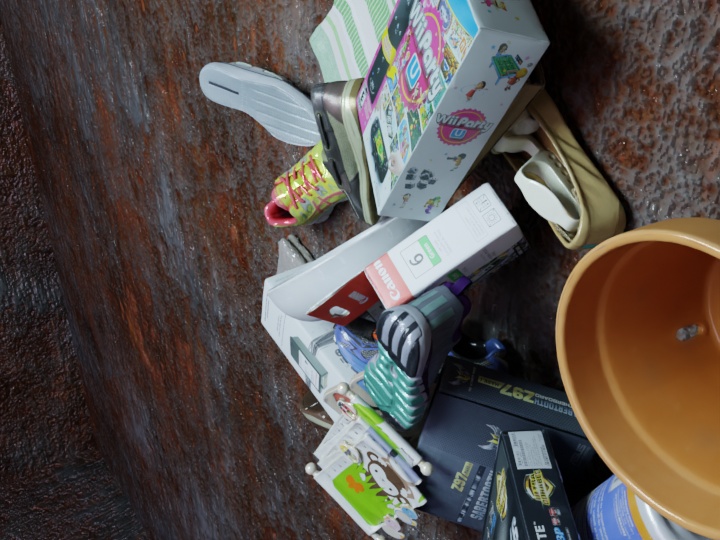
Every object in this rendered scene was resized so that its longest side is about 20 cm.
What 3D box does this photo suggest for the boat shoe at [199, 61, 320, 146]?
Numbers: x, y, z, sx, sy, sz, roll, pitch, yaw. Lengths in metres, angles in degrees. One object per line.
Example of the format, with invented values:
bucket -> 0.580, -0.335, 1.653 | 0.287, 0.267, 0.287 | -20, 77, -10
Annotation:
boat shoe -> -0.114, -0.228, 1.029 | 0.199, 0.067, 0.074 | 31, 132, 18

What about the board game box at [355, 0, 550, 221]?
board game box -> 0.063, -0.162, 0.658 | 0.201, 0.063, 0.149 | 120, 148, -47

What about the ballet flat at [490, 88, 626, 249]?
ballet flat -> 0.146, -0.102, 0.673 | 0.201, 0.063, 0.069 | 57, 148, 22

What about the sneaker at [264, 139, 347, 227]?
sneaker -> -0.064, -0.105, 0.995 | 0.079, 0.090, 0.200 | 62, 148, 15

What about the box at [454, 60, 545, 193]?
box -> 0.089, -0.169, 0.710 | 0.200, 0.021, 0.165 | 127, 141, -57

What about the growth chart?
growth chart -> 0.009, 0.215, 0.848 | 0.144, 0.018, 0.201 | 39, 139, 14

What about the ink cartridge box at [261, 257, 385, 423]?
ink cartridge box -> -0.007, 0.079, 0.957 | 0.200, 0.145, 0.085 | 47, 144, 32

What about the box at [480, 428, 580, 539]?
box -> 0.150, 0.266, 0.714 | 0.160, 0.045, 0.202 | -96, 5, -48

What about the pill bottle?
pill bottle -> 0.237, 0.232, 0.677 | 0.113, 0.111, 0.201 | 55, 147, 24

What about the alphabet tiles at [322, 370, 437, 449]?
alphabet tiles -> 0.063, 0.171, 0.852 | 0.199, 0.015, 0.196 | -30, 118, 33

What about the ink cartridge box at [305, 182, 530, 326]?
ink cartridge box -> 0.056, 0.008, 0.734 | 0.051, 0.199, 0.109 | 57, -170, 18

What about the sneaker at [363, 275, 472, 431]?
sneaker -> 0.059, 0.081, 0.730 | 0.075, 0.087, 0.201 | 50, 158, 19

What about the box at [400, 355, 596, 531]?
box -> 0.134, 0.187, 0.798 | 0.156, 0.051, 0.201 | 18, 132, 6

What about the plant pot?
plant pot -> 0.248, 0.053, 0.521 | 0.200, 0.139, 0.202 | 36, 136, 45

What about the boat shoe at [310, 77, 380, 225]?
boat shoe -> -0.010, -0.128, 0.858 | 0.065, 0.072, 0.202 | 14, 150, 17

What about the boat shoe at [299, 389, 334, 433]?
boat shoe -> -0.003, 0.218, 1.127 | 0.201, 0.075, 0.075 | 15, 144, 54

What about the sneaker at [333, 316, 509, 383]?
sneaker -> 0.067, 0.080, 0.847 | 0.198, 0.076, 0.079 | 15, 121, 4

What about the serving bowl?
serving bowl -> 0.000, 0.000, 0.851 | 0.066, 0.199, 0.200 | 60, 150, -3

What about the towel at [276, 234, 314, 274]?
towel -> -0.067, 0.054, 1.153 | 0.200, 0.034, 0.133 | 48, 145, 33

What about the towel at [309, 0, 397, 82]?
towel -> 0.002, -0.242, 0.845 | 0.200, 0.023, 0.154 | -42, 62, 59
